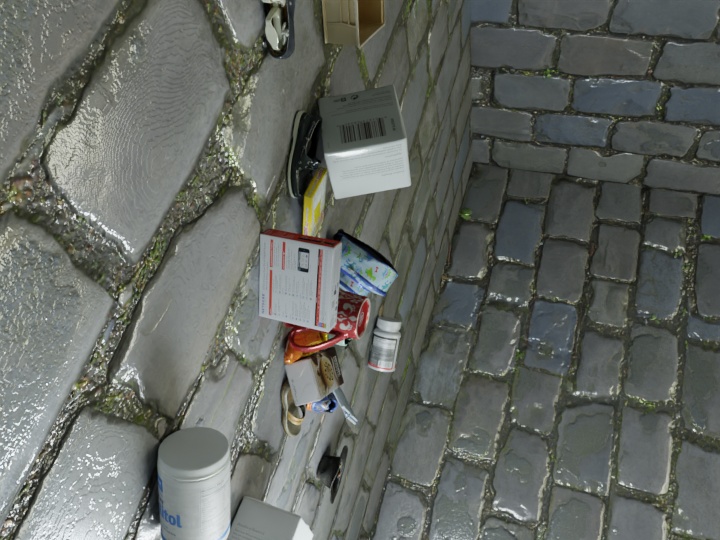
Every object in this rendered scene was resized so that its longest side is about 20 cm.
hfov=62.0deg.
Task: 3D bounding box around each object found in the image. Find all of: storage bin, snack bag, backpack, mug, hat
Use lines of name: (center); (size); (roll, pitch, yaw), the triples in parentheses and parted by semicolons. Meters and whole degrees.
storage bin: (-0.014, -0.670, 1.446); (0.201, 0.093, 0.200); (-59, 155, -47)
snack bag: (-0.074, 0.370, 1.840); (0.189, 0.021, 0.200); (59, -3, 27)
backpack: (0.000, 0.000, 1.737); (0.148, 0.199, 0.183); (-58, 164, 1)
mug: (-0.087, 0.122, 1.529); (0.133, 0.198, 0.179); (3, 98, -73)
hat: (-0.104, 0.684, 2.043); (0.201, 0.080, 0.203); (14, 90, -81)

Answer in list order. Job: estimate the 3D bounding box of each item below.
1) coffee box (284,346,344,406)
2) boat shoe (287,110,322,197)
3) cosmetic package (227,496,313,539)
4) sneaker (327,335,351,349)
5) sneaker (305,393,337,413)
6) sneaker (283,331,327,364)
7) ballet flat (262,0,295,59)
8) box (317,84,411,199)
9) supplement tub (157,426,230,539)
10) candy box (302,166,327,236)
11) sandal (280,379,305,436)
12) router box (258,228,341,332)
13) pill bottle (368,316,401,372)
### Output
coffee box: (-0.123, 0.287, 1.654); (0.200, 0.079, 0.114); (-10, 84, -74)
boat shoe: (-0.122, -0.266, 1.395); (0.074, 0.065, 0.202); (-15, 115, -73)
cosmetic package: (-0.236, 0.697, 1.467); (0.166, 0.163, 0.201); (79, 28, -52)
sneaker: (-0.053, 0.170, 1.809); (0.201, 0.117, 0.074); (-51, 147, -59)
sneaker: (-0.105, 0.416, 1.866); (0.200, 0.078, 0.076); (29, 74, -72)
sneaker: (-0.145, 0.194, 1.602); (0.200, 0.076, 0.074); (-40, 140, -62)
ballet flat: (-0.159, -0.497, 1.133); (0.073, 0.072, 0.201); (-59, 156, -48)
box: (0.010, -0.315, 1.475); (0.172, 0.197, 0.202); (76, 5, -55)
supplement tub: (-0.308, 0.411, 1.114); (0.132, 0.131, 0.202); (-42, 139, -63)
candy box: (-0.115, -0.152, 1.488); (0.201, 0.026, 0.103); (101, 8, -55)
sandal: (-0.179, 0.383, 1.644); (0.080, 0.053, 0.202); (-57, 152, -53)
router box: (-0.137, 0.021, 1.338); (0.049, 0.178, 0.202); (-41, 140, -63)
pill bottle: (0.100, 0.293, 2.393); (0.114, 0.113, 0.202); (-8, 108, -72)
